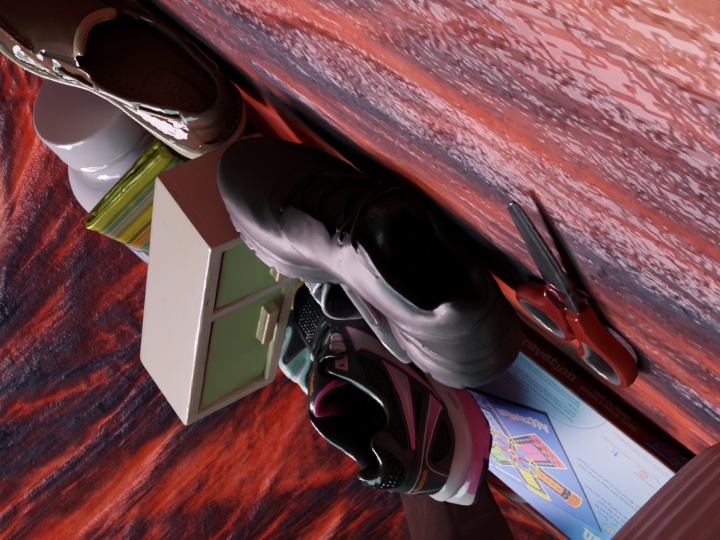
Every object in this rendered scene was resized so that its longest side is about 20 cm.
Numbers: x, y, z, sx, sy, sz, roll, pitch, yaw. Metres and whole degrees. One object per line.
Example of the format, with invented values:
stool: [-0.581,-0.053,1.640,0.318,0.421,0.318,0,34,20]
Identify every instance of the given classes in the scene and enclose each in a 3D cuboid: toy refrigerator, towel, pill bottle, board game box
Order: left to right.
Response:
pill bottle: [-0.132,-0.068,1.056,0.119,0.120,0.200,36,173,42]
toy refrigerator: [-0.088,0.012,0.971,0.070,0.076,0.201,51,150,25]
towel: [-0.082,-0.025,1.021,0.199,0.086,0.018,23,-140,-40]
board game box: [0.134,0.116,0.896,0.200,0.019,0.103,39,136,23]

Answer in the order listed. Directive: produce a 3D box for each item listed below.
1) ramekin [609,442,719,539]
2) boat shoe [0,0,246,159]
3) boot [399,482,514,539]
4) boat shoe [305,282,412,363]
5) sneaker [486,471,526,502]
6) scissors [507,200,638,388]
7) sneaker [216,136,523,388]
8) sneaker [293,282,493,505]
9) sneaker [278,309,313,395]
ramekin: [0.197,0.164,0.662,0.200,0.105,0.200,41,175,4]
boat shoe: [-0.157,-0.143,0.916,0.201,0.075,0.075,28,171,6]
boot: [0.045,0.130,1.001,0.200,0.072,0.168,-108,-5,-82]
boat shoe: [0.000,0.000,0.929,0.072,0.069,0.200,43,178,-37]
sneaker: [0.116,0.111,1.027,0.105,0.075,0.200,45,171,-24]
scissors: [0.096,0.014,0.670,0.073,0.014,0.200,42,175,14]
sneaker: [0.002,-0.022,0.806,0.199,0.076,0.091,32,163,22]
sneaker: [0.000,0.064,0.936,0.086,0.081,0.200,4,-153,-34]
sneaker: [0.014,0.093,1.198,0.200,0.078,0.140,45,-177,19]
